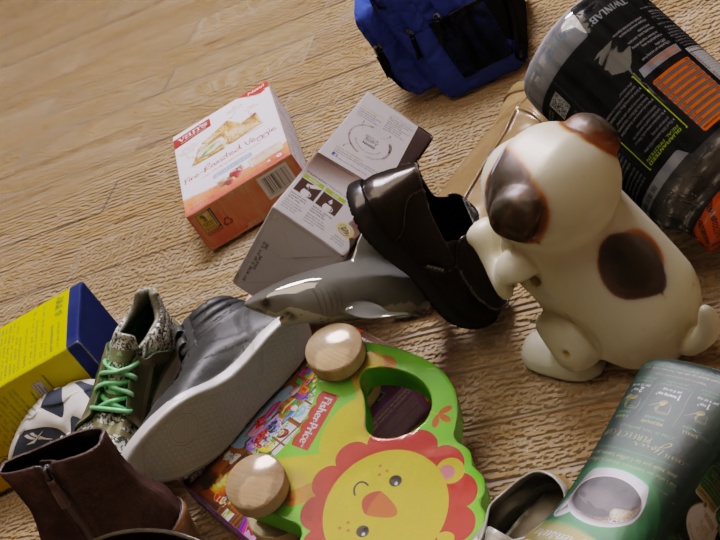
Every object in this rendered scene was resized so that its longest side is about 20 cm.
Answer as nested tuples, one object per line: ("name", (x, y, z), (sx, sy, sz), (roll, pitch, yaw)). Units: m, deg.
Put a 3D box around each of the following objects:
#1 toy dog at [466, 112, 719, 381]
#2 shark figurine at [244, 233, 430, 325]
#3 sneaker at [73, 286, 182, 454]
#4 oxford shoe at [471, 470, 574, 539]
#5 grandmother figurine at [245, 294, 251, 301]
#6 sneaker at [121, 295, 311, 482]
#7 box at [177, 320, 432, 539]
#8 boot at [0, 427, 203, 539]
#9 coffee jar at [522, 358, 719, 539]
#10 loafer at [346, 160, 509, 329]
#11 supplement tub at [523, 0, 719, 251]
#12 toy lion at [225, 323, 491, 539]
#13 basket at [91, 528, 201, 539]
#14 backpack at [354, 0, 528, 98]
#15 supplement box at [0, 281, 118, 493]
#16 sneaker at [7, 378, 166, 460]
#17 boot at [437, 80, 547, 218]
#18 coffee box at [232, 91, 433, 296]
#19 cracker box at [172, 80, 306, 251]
("toy dog", (0.157, -0.017, 1.022), (0.139, 0.200, 0.194), (-39, 31, -6))
("shark figurine", (0.022, -0.002, 1.151), (0.128, 0.090, 0.214), (-4, 0, 41))
("sneaker", (-0.206, 0.094, 1.194), (0.076, 0.089, 0.201), (2, 46, 11))
("oxford shoe", (0.083, 0.211, 0.927), (0.075, 0.058, 0.200), (18, 62, 48))
("grandmother figurine", (-0.114, 0.098, 1.262), (0.121, 0.061, 0.200), (-18, 32, 41))
("sneaker", (-0.141, 0.097, 1.191), (0.200, 0.071, 0.099), (-43, 40, -23))
("box", (-0.042, 0.136, 1.159), (0.200, 0.039, 0.137), (-45, 34, -15))
("boot", (-0.238, 0.204, 1.130), (0.199, 0.167, 0.073), (-21, 36, 21))
("coffee jar", (0.177, 0.155, 0.883), (0.104, 0.085, 0.200), (14, 55, 47))
("loafer", (0.070, -0.018, 1.110), (0.071, 0.200, 0.073), (-31, 50, 19))
("supplement tub", (0.233, -0.117, 1.085), (0.122, 0.123, 0.200), (-39, 70, -7))
("toy lion", (0.015, 0.151, 1.033), (0.191, 0.069, 0.201), (15, 59, 27))
("basket", (-0.077, 0.239, 0.877), (0.179, 0.200, 0.137), (-4, 74, 30))
("backpack", (0.072, -0.297, 1.473), (0.167, 0.200, 0.163), (-25, 34, 16))
("supplement box", (-0.326, 0.122, 1.379), (0.199, 0.110, 0.109), (-29, 32, 9))
("sneaker", (-0.243, 0.163, 1.275), (0.198, 0.080, 0.130), (-29, 32, 10))
("boot", (0.155, -0.096, 1.264), (0.175, 0.066, 0.200), (-13, 36, 52))
("coffee box", (-0.023, -0.059, 1.290), (0.200, 0.080, 0.113), (-55, -1, -44))
("cracker box", (-0.135, -0.121, 1.570), (0.134, 0.058, 0.200), (-31, 31, 6))
